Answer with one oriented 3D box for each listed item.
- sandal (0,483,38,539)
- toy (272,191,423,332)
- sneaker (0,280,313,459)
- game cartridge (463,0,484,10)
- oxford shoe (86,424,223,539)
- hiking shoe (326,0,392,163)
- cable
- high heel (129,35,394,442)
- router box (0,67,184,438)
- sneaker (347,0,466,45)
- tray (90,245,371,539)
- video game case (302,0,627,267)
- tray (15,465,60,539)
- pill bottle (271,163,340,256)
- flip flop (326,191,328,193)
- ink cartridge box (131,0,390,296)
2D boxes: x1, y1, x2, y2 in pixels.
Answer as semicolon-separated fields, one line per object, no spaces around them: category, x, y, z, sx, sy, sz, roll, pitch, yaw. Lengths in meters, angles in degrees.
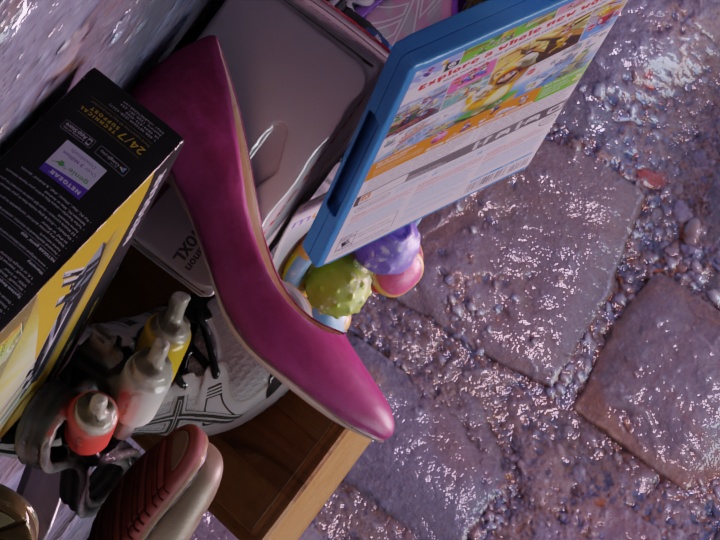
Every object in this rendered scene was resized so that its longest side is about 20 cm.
sandal;-0.227;0.146;1.276;0.200;0.080;0.054;128;-16;-63
toy;0.000;0.000;1.255;0.115;0.047;0.200;-28;167;-25
sneaker;-0.120;0.058;1.161;0.199;0.076;0.088;-20;172;12
game cartridge;0.075;-0.170;1.558;0.200;0.032;0.177;-13;-126;59
oxford shoe;-0.107;0.162;1.103;0.201;0.074;0.071;-58;-166;27
hiking shoe;-0.037;-0.084;1.366;0.074;0.087;0.200;-51;177;-38
cable;-0.125;0.088;1.075;0.097;0.050;0.201;-49;165;-31
high heel;-0.037;-0.013;1.051;0.096;0.200;0.067;-46;178;-2
router box;-0.163;0.028;0.947;0.157;0.052;0.200;-51;177;-37
sneaker;0.025;-0.159;1.504;0.201;0.088;0.080;-52;179;2
tray;-0.088;0.059;1.229;0.099;0.200;0.037;-53;150;3
video game case;0.053;-0.079;1.099;0.142;0.018;0.200;-26;163;-25
tray;-0.181;0.093;1.351;0.108;0.022;0.201;123;-14;-52
pill bottle;-0.074;-0.004;1.575;0.200;0.109;0.109;-52;178;0
flip flop;0.042;-0.090;1.265;0.200;0.058;0.081;-38;162;10
ink cartridge box;-0.055;-0.074;1.173;0.145;0.084;0.200;-53;179;7
